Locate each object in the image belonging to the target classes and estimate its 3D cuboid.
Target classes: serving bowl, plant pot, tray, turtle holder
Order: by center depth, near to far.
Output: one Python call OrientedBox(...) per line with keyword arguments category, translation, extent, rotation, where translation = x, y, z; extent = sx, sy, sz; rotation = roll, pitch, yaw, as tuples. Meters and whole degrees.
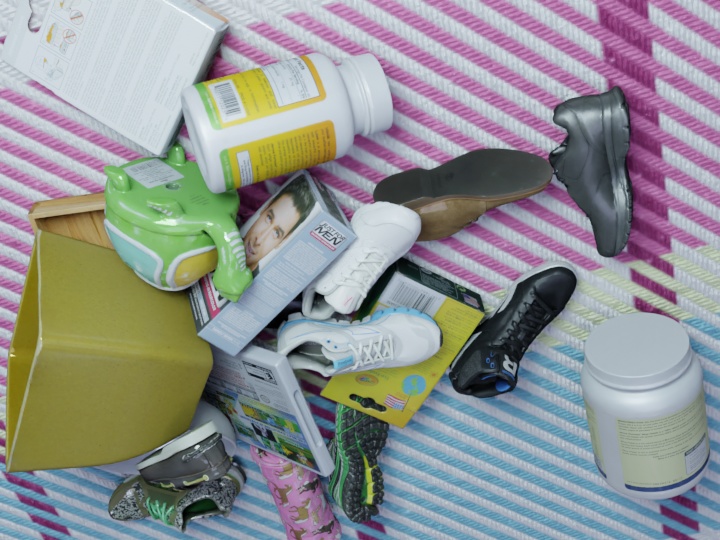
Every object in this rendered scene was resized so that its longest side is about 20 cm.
OrientedBox(category="turtle holder", translation=(-0.190, -0.047, 1.073), extent=(0.185, 0.141, 0.132), rotation=(15, 124, 5))
OrientedBox(category="plant pot", translation=(-0.280, 0.097, 1.108), extent=(0.200, 0.196, 0.194), rotation=(8, 124, -25))
OrientedBox(category="tray", translation=(-0.313, 0.005, 1.173), extent=(0.098, 0.037, 0.200), rotation=(-7, 121, 4))
OrientedBox(category="serving bowl", translation=(-0.258, 0.203, 1.256), extent=(0.200, 0.066, 0.200), rotation=(-4, 153, -2))

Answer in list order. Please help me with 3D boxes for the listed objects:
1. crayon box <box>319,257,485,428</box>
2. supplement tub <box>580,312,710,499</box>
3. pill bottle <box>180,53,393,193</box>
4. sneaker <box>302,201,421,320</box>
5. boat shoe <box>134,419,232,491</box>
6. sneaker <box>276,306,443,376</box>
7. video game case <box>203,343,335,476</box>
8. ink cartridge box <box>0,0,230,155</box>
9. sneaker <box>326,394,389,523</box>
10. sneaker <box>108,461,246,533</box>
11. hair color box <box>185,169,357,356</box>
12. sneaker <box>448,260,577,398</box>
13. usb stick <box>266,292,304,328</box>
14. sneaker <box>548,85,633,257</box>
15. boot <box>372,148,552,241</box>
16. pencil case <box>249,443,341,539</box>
OrientedBox(category="crayon box", translation=(0.047, 0.091, 1.217), extent=(0.127, 0.051, 0.200), rotation=(25, 115, -16))
OrientedBox(category="supplement tub", translation=(0.353, 0.168, 1.220), extent=(0.145, 0.145, 0.200), rotation=(-13, 122, 7))
OrientedBox(category="pill bottle", translation=(-0.073, -0.158, 1.009), extent=(0.200, 0.111, 0.111), rotation=(-18, 123, -12))
OrientedBox(category="sneaker", translation=(0.000, 0.000, 1.106), extent=(0.078, 0.100, 0.200), rotation=(26, 140, -21))
OrientedBox(category="boat shoe", translation=(-0.206, 0.225, 1.133), extent=(0.061, 0.072, 0.201), rotation=(59, 148, 3))
OrientedBox(category="sneaker", translation=(-0.004, 0.094, 1.140), extent=(0.199, 0.087, 0.075), rotation=(-5, 111, 8))
OrientedBox(category="video game case", translation=(-0.132, 0.156, 1.207), extent=(0.200, 0.022, 0.183), rotation=(13, 134, 42))
OrientedBox(category="ink cartridge box", translation=(-0.257, -0.238, 1.026), extent=(0.200, 0.050, 0.162), rotation=(32, 119, 0))
OrientedBox(category="sneaker", translation=(-0.018, 0.230, 1.296), extent=(0.078, 0.085, 0.200), rotation=(-9, 111, -37))
OrientedBox(category="sneaker", translation=(-0.256, 0.318, 1.341), extent=(0.200, 0.089, 0.077), rotation=(-16, 122, 9))
OrientedBox(category="hair color box", translation=(-0.104, -0.010, 1.104), extent=(0.200, 0.099, 0.061), rotation=(-43, 128, 13))
OrientedBox(category="sneaker", translation=(0.191, 0.084, 1.184), extent=(0.073, 0.112, 0.200), rotation=(37, 115, -22))
OrientedBox(category="usb stick", translation=(-0.134, 0.045, 1.203), extent=(0.199, 0.033, 0.056), rotation=(4, 129, -4))
OrientedBox(category="sneaker", translation=(0.257, -0.106, 1.097), extent=(0.091, 0.076, 0.200), rotation=(-4, 116, 14))
OrientedBox(category="boot", translation=(0.120, -0.083, 1.111), extent=(0.200, 0.074, 0.076), rotation=(-10, 136, 15))
OrientedBox(category="pencil case", translation=(-0.085, 0.301, 1.334), extent=(0.083, 0.087, 0.200), rotation=(1, 126, 26))
